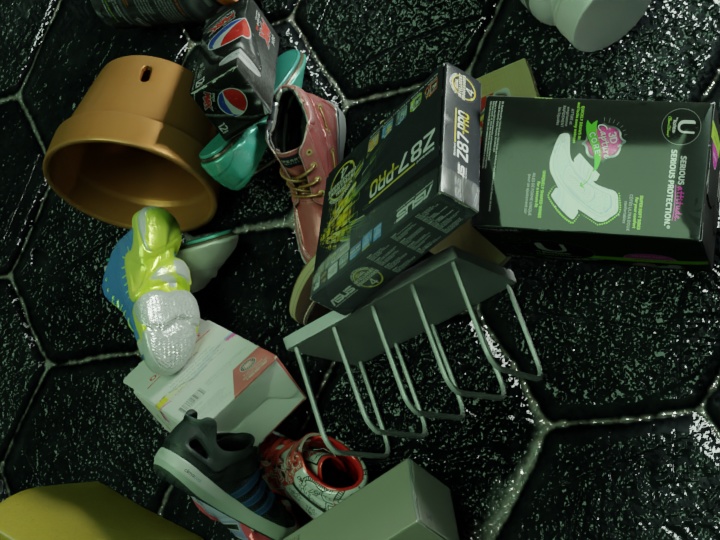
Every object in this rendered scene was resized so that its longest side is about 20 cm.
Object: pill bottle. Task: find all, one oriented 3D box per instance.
[{"bbox_3d":[-0.222,-0.348,1.508,0.200,0.106,0.106,3,80,32],"label":"pill bottle"},{"bbox_3d":[0.192,-0.316,1.241,0.114,0.114,0.200,-44,61,16],"label":"pill bottle"}]

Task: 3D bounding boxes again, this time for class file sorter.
[{"bbox_3d":[0.058,0.086,1.218,0.200,0.139,0.125,-30,67,23],"label":"file sorter"}]

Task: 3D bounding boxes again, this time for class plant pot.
[{"bbox_3d":[-0.322,0.346,1.353,0.195,0.200,0.195,19,89,32],"label":"plant pot"},{"bbox_3d":[-0.248,-0.150,1.441,0.200,0.200,0.140,-7,58,30],"label":"plant pot"}]

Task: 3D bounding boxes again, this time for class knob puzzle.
[{"bbox_3d":[0.120,-0.093,1.284,0.219,0.030,0.220,-8,74,29],"label":"knob puzzle"}]

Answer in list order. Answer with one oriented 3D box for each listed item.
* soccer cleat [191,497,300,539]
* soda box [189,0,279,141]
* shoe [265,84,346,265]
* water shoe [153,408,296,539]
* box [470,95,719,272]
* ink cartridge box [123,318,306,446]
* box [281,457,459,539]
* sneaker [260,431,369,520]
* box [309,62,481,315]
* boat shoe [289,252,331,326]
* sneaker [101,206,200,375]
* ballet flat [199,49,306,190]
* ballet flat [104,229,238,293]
[{"bbox_3d":[-0.131,0.255,1.348,0.200,0.067,0.077,44,134,25],"label":"soccer cleat"},{"bbox_3d":[-0.136,-0.228,1.387,0.063,0.071,0.200,-27,30,16],"label":"soda box"},{"bbox_3d":[-0.060,-0.099,1.359,0.071,0.091,0.201,-9,74,30],"label":"shoe"},{"bbox_3d":[-0.113,0.201,1.220,0.071,0.200,0.079,20,75,41],"label":"water shoe"},{"bbox_3d":[0.218,-0.077,1.132,0.200,0.149,0.125,5,81,21],"label":"box"},{"bbox_3d":[-0.161,0.126,1.338,0.116,0.068,0.200,-43,31,-17],"label":"ink cartridge box"},{"bbox_3d":[-0.005,0.269,1.195,0.200,0.068,0.082,-35,35,22],"label":"box"},{"bbox_3d":[-0.067,0.191,1.280,0.201,0.108,0.067,33,54,28],"label":"sneaker"},{"bbox_3d":[0.032,-0.072,1.152,0.200,0.049,0.161,-39,36,43],"label":"box"},{"bbox_3d":[0.000,0.000,1.301,0.200,0.072,0.072,-49,63,26],"label":"boat shoe"},{"bbox_3d":[-0.234,0.034,1.379,0.105,0.076,0.200,-35,51,42],"label":"sneaker"},{"bbox_3d":[-0.108,-0.163,1.408,0.067,0.070,0.200,-6,41,43],"label":"ballet flat"},{"bbox_3d":[-0.214,0.000,1.455,0.200,0.069,0.070,-11,73,33],"label":"ballet flat"}]
